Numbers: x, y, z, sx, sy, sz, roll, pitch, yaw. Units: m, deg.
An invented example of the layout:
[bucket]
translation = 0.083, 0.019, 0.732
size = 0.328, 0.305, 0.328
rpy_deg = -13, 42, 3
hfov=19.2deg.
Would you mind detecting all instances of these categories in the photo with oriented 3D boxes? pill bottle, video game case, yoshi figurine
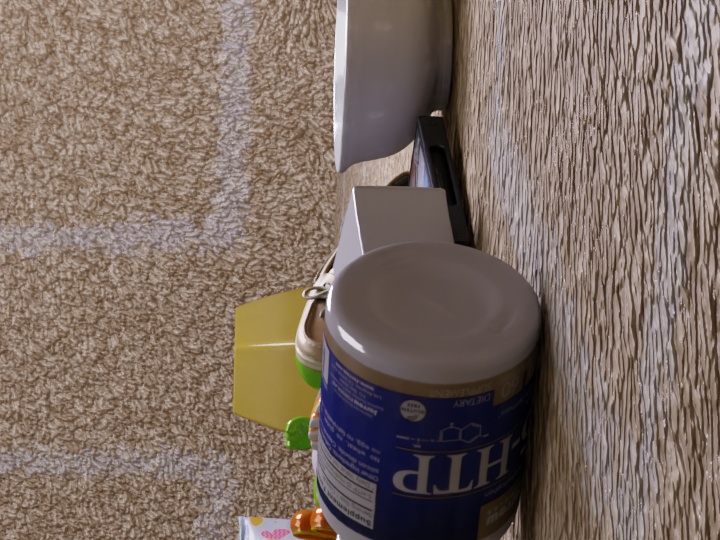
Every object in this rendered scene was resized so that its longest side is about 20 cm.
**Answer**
[pill bottle]
translation = 0.035, 0.097, 1.205
size = 0.120, 0.119, 0.201
rpy_deg = -93, 5, -55
[video game case]
translation = 0.052, 0.012, 1.645
size = 0.181, 0.025, 0.201
rpy_deg = -98, 11, -56
[yoshi figurine]
translation = -0.024, 0.128, 1.826
size = 0.112, 0.112, 0.201
rpy_deg = 39, -122, -63

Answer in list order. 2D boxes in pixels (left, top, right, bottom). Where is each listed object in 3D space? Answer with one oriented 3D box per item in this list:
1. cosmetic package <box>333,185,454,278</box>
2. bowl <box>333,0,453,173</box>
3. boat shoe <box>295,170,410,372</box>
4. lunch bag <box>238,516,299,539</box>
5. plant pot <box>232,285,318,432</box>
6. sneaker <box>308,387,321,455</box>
[cosmetic package]
translation = 0.032, 0.049, 1.479
size = 0.102, 0.074, 0.201
rpy_deg = 106, 161, -54
[bowl]
translation = 0.027, -0.179, 1.737
size = 0.201, 0.090, 0.202
rpy_deg = -178, 90, -88
[boat shoe]
translation = 0.000, 0.000, 1.774
size = 0.063, 0.073, 0.200
rpy_deg = 85, -155, -47
[lunch bag]
translation = -0.072, 0.405, 2.536
size = 0.128, 0.168, 0.201
rpy_deg = 97, 173, -47
[plant pot]
translation = -0.123, 0.151, 3.522
size = 0.200, 0.175, 0.201
rpy_deg = -96, 7, -61
[sneaker]
translation = 0.006, 0.123, 1.711
size = 0.200, 0.078, 0.078
rpy_deg = 79, -163, -55
